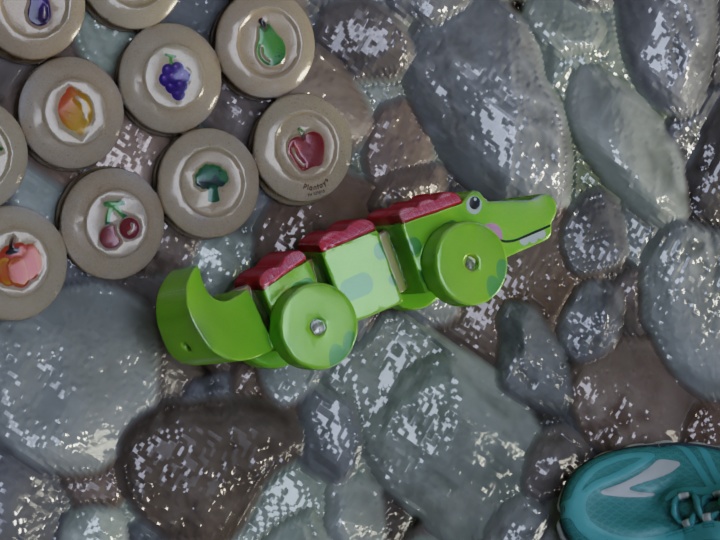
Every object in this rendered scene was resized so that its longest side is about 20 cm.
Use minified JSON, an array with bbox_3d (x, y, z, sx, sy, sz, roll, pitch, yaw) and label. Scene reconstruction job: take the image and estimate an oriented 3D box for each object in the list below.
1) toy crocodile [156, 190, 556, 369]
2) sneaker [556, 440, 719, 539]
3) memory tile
[{"bbox_3d":[0.000,0.000,1.231,0.199,0.067,0.062,-22,98,-23],"label":"toy crocodile"},{"bbox_3d":[0.190,0.116,1.280,0.198,0.080,0.078,7,74,12],"label":"sneaker"},{"bbox_3d":[-0.106,-0.077,1.210,0.199,0.017,0.154,-23,99,-23],"label":"memory tile"}]
